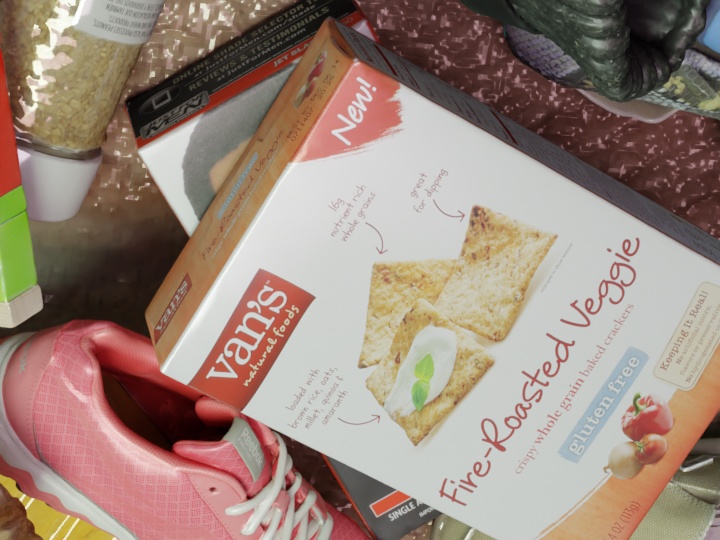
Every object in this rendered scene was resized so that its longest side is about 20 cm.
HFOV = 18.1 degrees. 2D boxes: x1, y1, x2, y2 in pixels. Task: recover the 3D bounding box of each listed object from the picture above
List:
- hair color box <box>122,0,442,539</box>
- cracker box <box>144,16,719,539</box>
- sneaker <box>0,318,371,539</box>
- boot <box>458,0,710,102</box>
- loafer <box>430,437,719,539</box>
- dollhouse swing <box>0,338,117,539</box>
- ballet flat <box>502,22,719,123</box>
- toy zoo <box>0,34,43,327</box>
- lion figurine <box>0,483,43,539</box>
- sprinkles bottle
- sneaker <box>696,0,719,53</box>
[{"bbox_3d":[0.000,0.000,0.886,0.101,0.061,0.200,-30,114,2],"label":"hair color box"},{"bbox_3d":[0.039,0.015,0.835,0.199,0.058,0.134,28,104,-20],"label":"cracker box"},{"bbox_3d":[-0.054,0.087,0.852,0.200,0.074,0.087,36,146,-17],"label":"sneaker"},{"bbox_3d":[0.017,-0.130,0.738,0.211,0.158,0.080,9,111,-56],"label":"boot"},{"bbox_3d":[0.128,0.110,0.945,0.199,0.068,0.076,-9,114,3],"label":"loafer"},{"bbox_3d":[-0.109,0.163,0.868,0.200,0.176,0.182,34,102,-21],"label":"dollhouse swing"},{"bbox_3d":[0.144,-0.080,0.889,0.199,0.072,0.072,15,108,-17],"label":"ballet flat"},{"bbox_3d":[-0.182,-0.082,0.792,0.131,0.020,0.201,8,116,29],"label":"toy zoo"},{"bbox_3d":[-0.220,0.098,0.798,0.199,0.122,0.073,9,113,28],"label":"lion figurine"},{"bbox_3d":[-0.096,-0.119,0.813,0.068,0.068,0.201,20,106,-19],"label":"sprinkles bottle"},{"bbox_3d":[0.212,-0.096,0.841,0.199,0.083,0.074,-8,150,-32],"label":"sneaker"}]
